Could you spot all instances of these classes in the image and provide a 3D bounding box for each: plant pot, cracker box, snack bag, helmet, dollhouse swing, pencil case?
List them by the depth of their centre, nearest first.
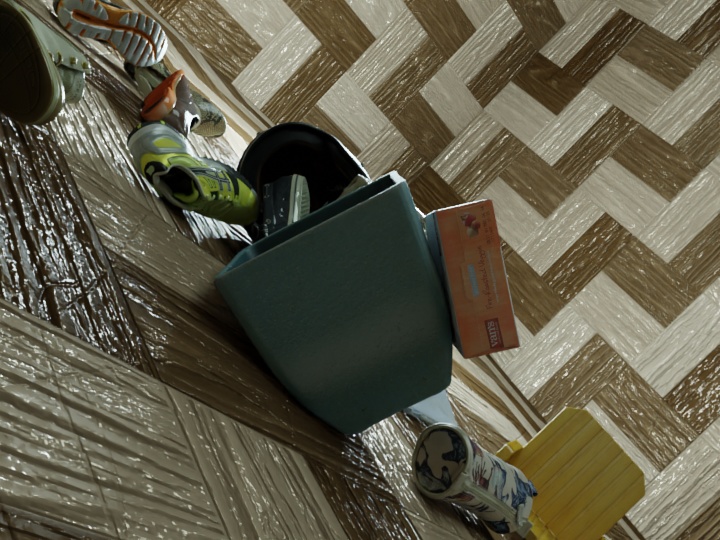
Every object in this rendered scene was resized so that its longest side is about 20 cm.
[{"bbox_3d":[0.105,0.005,0.875,0.200,0.057,0.137,-52,131,-87],"label":"cracker box"},{"bbox_3d":[-0.004,0.039,0.878,0.202,0.193,0.196,63,4,-8],"label":"plant pot"},{"bbox_3d":[0.129,0.237,0.992,0.089,0.078,0.200,31,-6,42],"label":"pencil case"},{"bbox_3d":[-0.080,-0.099,1.220,0.190,0.201,0.200,38,1,37],"label":"helmet"},{"bbox_3d":[0.301,0.307,1.265,0.201,0.176,0.182,49,7,17],"label":"dollhouse swing"},{"bbox_3d":[0.078,0.146,1.294,0.188,0.021,0.202,38,27,-52],"label":"snack bag"}]

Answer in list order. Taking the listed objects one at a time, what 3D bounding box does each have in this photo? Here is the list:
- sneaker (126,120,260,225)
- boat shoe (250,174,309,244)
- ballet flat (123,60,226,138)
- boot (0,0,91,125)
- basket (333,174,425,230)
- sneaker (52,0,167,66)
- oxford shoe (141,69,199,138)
[{"bbox_3d":[-0.191,-0.092,1.031,0.199,0.075,0.077,30,30,-47],"label":"sneaker"},{"bbox_3d":[-0.100,-0.032,1.050,0.075,0.061,0.203,79,11,-51],"label":"boat shoe"},{"bbox_3d":[-0.312,-0.281,1.449,0.199,0.068,0.075,41,28,3],"label":"ballet flat"},{"bbox_3d":[-0.306,-0.192,0.834,0.200,0.072,0.155,48,4,22],"label":"boot"},{"bbox_3d":[0.000,0.000,1.095,0.123,0.200,0.136,32,13,-45],"label":"basket"},{"bbox_3d":[-0.389,-0.385,1.381,0.199,0.079,0.077,20,13,-48],"label":"sneaker"},{"bbox_3d":[-0.284,-0.247,1.346,0.073,0.071,0.201,48,18,-25],"label":"oxford shoe"}]
